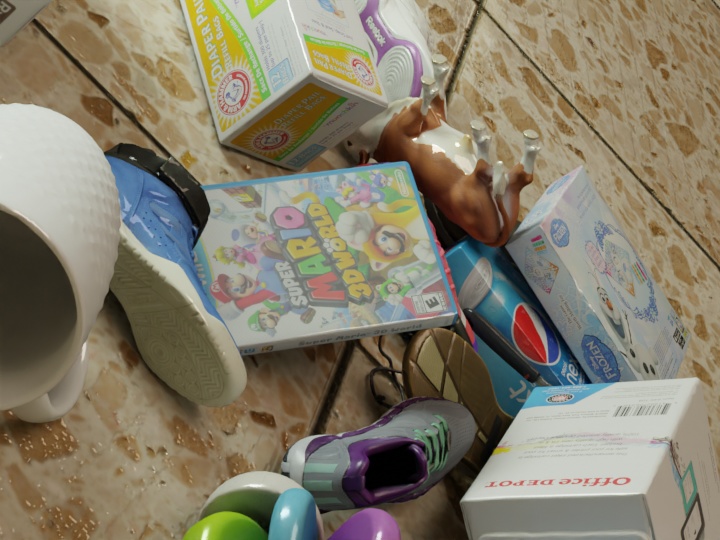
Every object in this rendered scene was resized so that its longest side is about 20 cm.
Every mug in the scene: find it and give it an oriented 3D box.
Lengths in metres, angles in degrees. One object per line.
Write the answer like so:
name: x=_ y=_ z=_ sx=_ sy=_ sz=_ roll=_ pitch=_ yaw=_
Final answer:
mug: x=-0.213 y=0.000 z=1.108 sx=0.176 sy=0.147 sz=0.201 roll=-78 pitch=156 yaw=-60

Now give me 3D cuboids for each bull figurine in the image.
bull figurine: x=0.067 y=-0.106 z=1.559 sx=0.200 sy=0.122 sz=0.065 roll=39 pitch=42 yaw=24

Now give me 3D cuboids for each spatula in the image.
spatula: x=0.163 y=0.097 z=1.514 sx=0.200 sy=0.057 sz=0.021 roll=38 pitch=63 yaw=2

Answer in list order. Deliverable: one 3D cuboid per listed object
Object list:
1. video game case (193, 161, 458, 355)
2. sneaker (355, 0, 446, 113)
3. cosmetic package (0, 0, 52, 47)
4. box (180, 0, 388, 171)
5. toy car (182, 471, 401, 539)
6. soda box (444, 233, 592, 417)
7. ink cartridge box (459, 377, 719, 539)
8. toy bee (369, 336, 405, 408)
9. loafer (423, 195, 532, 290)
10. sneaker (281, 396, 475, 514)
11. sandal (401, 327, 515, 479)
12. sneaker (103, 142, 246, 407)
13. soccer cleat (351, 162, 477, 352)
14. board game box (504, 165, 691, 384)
video game case: x=-0.040 y=-0.010 z=1.349 sx=0.199 sy=0.018 sz=0.144 roll=-8 pitch=60 yaw=-16
sneaker: x=0.048 y=-0.208 z=1.725 sx=0.099 sy=0.075 sz=0.201 roll=9 pitch=53 yaw=-49
cosmetic package: x=-0.260 y=-0.309 z=1.306 sx=0.165 sy=0.165 sz=0.201 roll=37 pitch=33 yaw=-26
box: x=-0.071 y=-0.202 z=1.515 sx=0.101 sy=0.112 sz=0.201 roll=17 pitch=47 yaw=-48
toy car: x=-0.018 y=0.214 z=1.136 sx=0.200 sy=0.150 sz=0.175 roll=41 pitch=33 yaw=-21
soda box: x=0.133 y=0.065 z=1.578 sx=0.200 sy=0.068 sz=0.064 roll=53 pitch=30 yaw=-3
ink cartridge box: x=0.188 y=0.193 z=1.406 sx=0.200 sy=0.146 sz=0.147 roll=-45 pitch=125 yaw=-59
toy bee: x=0.000 y=0.000 z=1.419 sx=0.200 sy=0.109 sz=0.131 roll=35 pitch=33 yaw=-30
loafer: x=0.138 y=-0.025 z=1.671 sx=0.200 sy=0.071 sz=0.073 roll=47 pitch=30 yaw=-13
sneaker: x=0.037 y=0.141 z=1.316 sx=0.200 sy=0.087 sz=0.075 roll=-16 pitch=100 yaw=-47
sandal: x=0.082 y=0.123 z=1.461 sx=0.200 sy=0.054 sz=0.081 roll=49 pitch=57 yaw=-40
sneaker: x=-0.129 y=-0.005 z=1.271 sx=0.200 sy=0.077 sz=0.111 roll=49 pitch=39 yaw=3
soccer cleat: x=0.049 y=-0.006 z=1.521 sx=0.073 sy=0.068 sz=0.200 roll=-27 pitch=78 yaw=-40
board game box: x=0.220 y=0.021 z=1.638 sx=0.200 sy=0.043 sz=0.200 roll=58 pitch=25 yaw=-6
